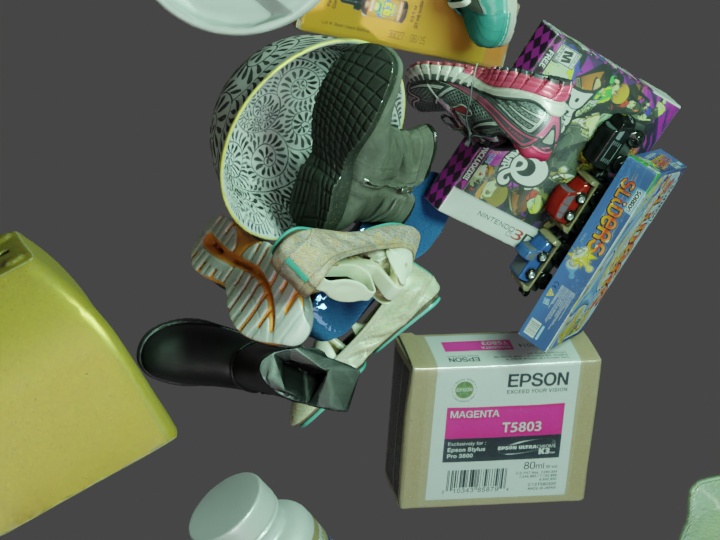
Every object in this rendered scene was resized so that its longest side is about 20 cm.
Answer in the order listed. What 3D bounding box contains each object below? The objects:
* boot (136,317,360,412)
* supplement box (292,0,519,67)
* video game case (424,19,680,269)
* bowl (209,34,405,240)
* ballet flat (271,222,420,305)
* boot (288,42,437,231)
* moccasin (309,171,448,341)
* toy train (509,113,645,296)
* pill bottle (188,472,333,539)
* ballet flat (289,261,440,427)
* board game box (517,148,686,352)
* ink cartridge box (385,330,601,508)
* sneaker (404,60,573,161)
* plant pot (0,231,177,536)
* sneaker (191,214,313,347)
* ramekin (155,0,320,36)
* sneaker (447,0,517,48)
[{"bbox_3d":[-0.107,0.090,1.698,0.164,0.200,0.066,4,95,-19],"label":"boot"},{"bbox_3d":[0.037,-0.236,1.664,0.199,0.069,0.067,9,110,-18],"label":"supplement box"},{"bbox_3d":[0.183,-0.113,1.747,0.181,0.036,0.201,24,107,-37],"label":"video game case"},{"bbox_3d":[-0.065,-0.136,1.653,0.200,0.094,0.202,-25,136,-27],"label":"bowl"},{"bbox_3d":[0.000,0.000,1.634,0.199,0.067,0.068,-5,138,-50],"label":"ballet flat"},{"bbox_3d":[0.018,-0.119,1.632,0.130,0.068,0.201,-13,137,-43],"label":"boot"},{"bbox_3d":[0.004,-0.021,1.747,0.200,0.068,0.081,-44,104,-17],"label":"moccasin"},{"bbox_3d":[0.200,-0.062,1.744,0.046,0.034,0.201,21,108,-34],"label":"toy train"},{"bbox_3d":[-0.078,0.301,1.849,0.119,0.120,0.200,-36,117,5],"label":"pill bottle"},{"bbox_3d":[-0.009,0.066,1.799,0.200,0.067,0.062,-44,97,1],"label":"ballet flat"},{"bbox_3d":[0.232,-0.021,1.769,0.034,0.135,0.201,35,108,14],"label":"board game box"},{"bbox_3d":[0.131,0.149,1.854,0.199,0.075,0.166,-2,115,-11],"label":"ink cartridge box"},{"bbox_3d":[0.104,-0.145,1.649,0.080,0.200,0.075,7,95,-34],"label":"sneaker"},{"bbox_3d":[-0.309,0.083,1.653,0.193,0.195,0.201,-28,111,-11],"label":"plant pot"},{"bbox_3d":[-0.083,0.013,1.681,0.077,0.200,0.078,31,100,-35],"label":"sneaker"},{"bbox_3d":[-0.095,-0.300,1.556,0.201,0.094,0.204,2,99,10],"label":"ramekin"},{"bbox_3d":[0.075,-0.283,1.587,0.080,0.071,0.201,-20,102,-23],"label":"sneaker"}]
